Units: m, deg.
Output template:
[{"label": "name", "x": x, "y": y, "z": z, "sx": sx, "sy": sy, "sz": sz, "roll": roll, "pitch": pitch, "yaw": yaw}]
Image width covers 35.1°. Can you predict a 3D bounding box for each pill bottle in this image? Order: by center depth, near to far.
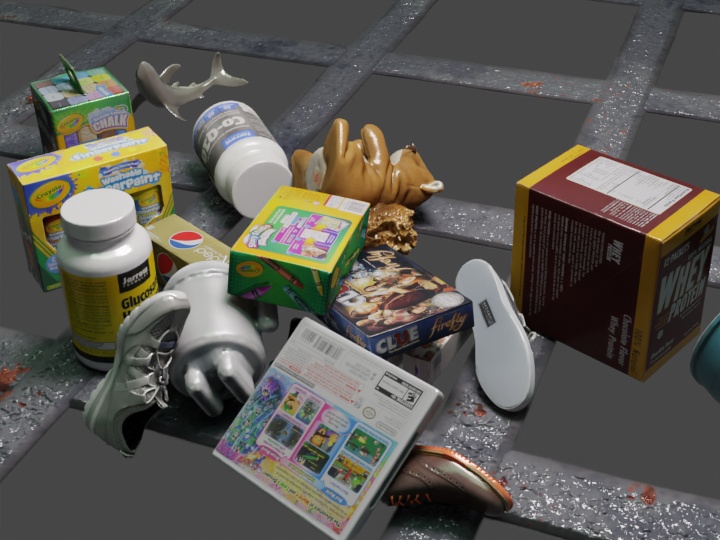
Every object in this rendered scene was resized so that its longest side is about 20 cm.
[{"label": "pill bottle", "x": -0.299, "y": 0.010, "z": 1.352, "sx": 0.111, "sy": 0.201, "sz": 0.113, "roll": -1, "pitch": 34, "yaw": 1}, {"label": "pill bottle", "x": -0.173, "y": -0.163, "z": 1.689, "sx": 0.113, "sy": 0.114, "sz": 0.200, "roll": -13, "pitch": 35, "yaw": -17}]

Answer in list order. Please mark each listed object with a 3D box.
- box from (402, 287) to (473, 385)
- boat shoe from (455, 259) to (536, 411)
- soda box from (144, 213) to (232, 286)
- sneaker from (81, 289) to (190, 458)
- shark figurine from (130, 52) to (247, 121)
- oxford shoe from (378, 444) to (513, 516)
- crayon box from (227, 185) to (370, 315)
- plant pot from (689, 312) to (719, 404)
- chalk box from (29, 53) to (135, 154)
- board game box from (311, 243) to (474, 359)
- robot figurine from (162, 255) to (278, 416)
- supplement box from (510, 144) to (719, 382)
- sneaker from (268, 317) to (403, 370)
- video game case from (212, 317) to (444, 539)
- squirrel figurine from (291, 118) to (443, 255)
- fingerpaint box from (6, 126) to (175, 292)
[{"label": "box", "x": 0.112, "y": 0.068, "z": 1.397, "sx": 0.038, "sy": 0.042, "sz": 0.200, "roll": 16, "pitch": 38, "yaw": 24}, {"label": "boat shoe", "x": 0.168, "y": 0.081, "z": 1.345, "sx": 0.073, "sy": 0.068, "sz": 0.200, "roll": -37, "pitch": 50, "yaw": 20}, {"label": "soda box", "x": -0.206, "y": 0.000, "z": 1.485, "sx": 0.064, "sy": 0.068, "sz": 0.199, "roll": -29, "pitch": 42, "yaw": -36}, {"label": "sneaker", "x": -0.226, "y": 0.112, "z": 1.230, "sx": 0.082, "sy": 0.201, "sz": 0.074, "roll": 40, "pitch": 25, "yaw": 29}, {"label": "shark figurine", "x": -0.305, "y": -0.297, "z": 1.955, "sx": 0.214, "sy": 0.128, "sz": 0.090, "roll": -13, "pitch": 57, "yaw": -48}, {"label": "oxford shoe", "x": 0.059, "y": 0.219, "z": 1.162, "sx": 0.199, "sy": 0.071, "sz": 0.073, "roll": 16, "pitch": 57, "yaw": 30}, {"label": "crayon box", "x": -0.069, "y": -0.029, "z": 1.336, "sx": 0.118, "sy": 0.059, "sz": 0.200, "roll": 12, "pitch": 28, "yaw": 9}, {"label": "plant pot", "x": 0.481, "y": 0.123, "z": 1.181, "sx": 0.199, "sy": 0.201, "sz": 0.189, "roll": -14, "pitch": 51, "yaw": -19}, {"label": "chalk box", "x": -0.416, "y": -0.226, "z": 1.714, "sx": 0.123, "sy": 0.201, "sz": 0.124, "roll": -17, "pitch": 37, "yaw": -23}, {"label": "board game box", "x": 0.022, "y": 0.034, "z": 1.320, "sx": 0.135, "sy": 0.035, "sz": 0.200, "roll": -19, "pitch": 28, "yaw": -23}, {"label": "robot figurine", "x": -0.173, "y": 0.070, "z": 1.319, "sx": 0.168, "sy": 0.113, "sz": 0.201, "roll": -20, "pitch": 47, "yaw": 6}, {"label": "supplement box", "x": 0.300, "y": -0.012, "z": 1.368, "sx": 0.199, "sy": 0.198, "sz": 0.132, "roll": 26, "pitch": 42, "yaw": 36}, {"label": "sneaker", "x": -0.019, "y": 0.082, "z": 1.348, "sx": 0.113, "sy": 0.076, "sz": 0.200, "roll": 23, "pitch": 40, "yaw": 32}, {"label": "video game case", "x": -0.037, "y": 0.163, "z": 1.186, "sx": 0.199, "sy": 0.024, "sz": 0.183, "roll": 26, "pitch": 77, "yaw": 36}, {"label": "squirrel figurine", "x": 0.020, "y": -0.099, "z": 1.589, "sx": 0.185, "sy": 0.141, "sz": 0.201, "roll": 8, "pitch": 63, "yaw": -30}, {"label": "fingerpaint box", "x": -0.353, "y": -0.082, "z": 1.526, "sx": 0.199, "sy": 0.168, "sz": 0.073, "roll": -19, "pitch": 37, "yaw": -26}]
